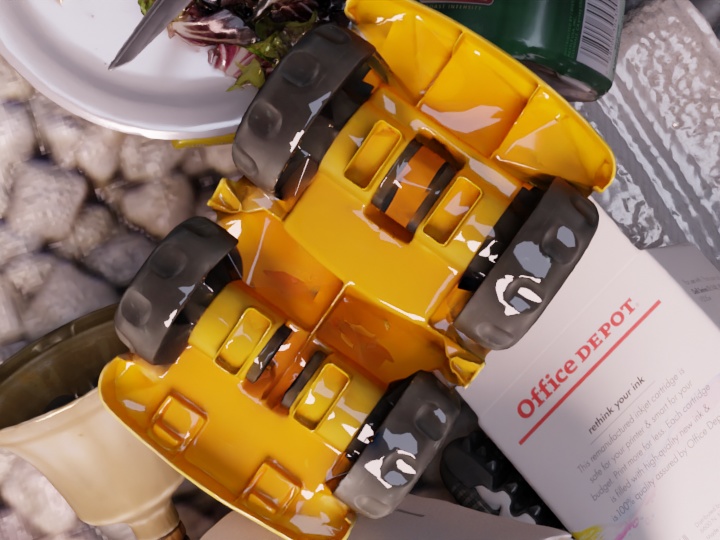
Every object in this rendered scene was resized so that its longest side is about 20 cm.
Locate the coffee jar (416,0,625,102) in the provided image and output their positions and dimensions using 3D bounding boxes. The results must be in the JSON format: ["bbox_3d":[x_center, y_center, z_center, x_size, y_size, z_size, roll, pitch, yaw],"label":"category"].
[{"bbox_3d":[0.078,-0.180,0.878,0.085,0.104,0.200,20,81,-50],"label":"coffee jar"}]

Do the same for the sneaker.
[{"bbox_3d":[0.097,0.165,0.900,0.200,0.066,0.091,44,112,6],"label":"sneaker"}]

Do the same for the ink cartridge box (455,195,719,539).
[{"bbox_3d":[0.136,0.068,0.862,0.117,0.067,0.200,-48,71,24],"label":"ink cartridge box"}]

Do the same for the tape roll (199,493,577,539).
[{"bbox_3d":[0.018,0.196,0.802,0.203,0.139,0.203,-9,103,-46],"label":"tape roll"}]

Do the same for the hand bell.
[{"bbox_3d":[-0.082,0.122,0.861,0.104,0.104,0.200,-31,109,-12],"label":"hand bell"}]

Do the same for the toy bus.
[{"bbox_3d":[0.000,0.000,0.818,0.136,0.192,0.200,35,91,2],"label":"toy bus"}]

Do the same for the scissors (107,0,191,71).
[{"bbox_3d":[-0.044,-0.160,0.822,0.200,0.014,0.073,-36,93,-20],"label":"scissors"}]

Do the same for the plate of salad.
[{"bbox_3d":[-0.078,-0.157,0.847,0.200,0.048,0.200,0,90,-3],"label":"plate of salad"}]

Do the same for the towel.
[{"bbox_3d":[0.148,-0.018,0.933,0.133,0.034,0.200,-34,97,-12],"label":"towel"}]

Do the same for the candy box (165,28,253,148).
[{"bbox_3d":[-0.043,-0.158,0.891,0.102,0.026,0.200,-5,91,-10],"label":"candy box"}]
